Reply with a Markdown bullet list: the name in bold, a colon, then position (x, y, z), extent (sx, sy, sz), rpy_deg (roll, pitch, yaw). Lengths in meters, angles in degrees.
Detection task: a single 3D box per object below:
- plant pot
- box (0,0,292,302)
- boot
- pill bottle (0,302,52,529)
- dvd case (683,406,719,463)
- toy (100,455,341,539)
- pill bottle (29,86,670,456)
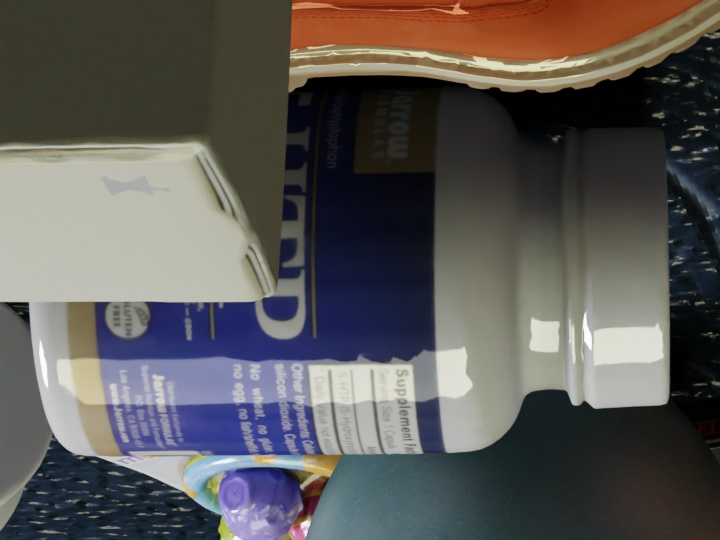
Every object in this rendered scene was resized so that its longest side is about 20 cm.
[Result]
- **plant pot**: position (0.069, 0.103, 1.148), extent (0.199, 0.135, 0.200), rpy_deg (1, 158, 0)
- **box**: position (-0.049, -0.100, 0.542), extent (0.068, 0.201, 0.082), rpy_deg (0, 159, 8)
- **boot**: position (0.022, -0.094, 0.698), extent (0.199, 0.075, 0.107), rpy_deg (-9, 160, -6)
- **pill bottle**: position (-0.199, 0.078, 1.126), extent (0.113, 0.114, 0.200), rpy_deg (11, 156, -24)
- **dvd case**: position (0.191, 0.090, 1.264), extent (0.199, 0.022, 0.146), rpy_deg (-12, 155, 28)
- **toy**: position (-0.025, 0.117, 1.307), extent (0.115, 0.047, 0.200), rpy_deg (-17, 152, 36)
- **pill bottle**: position (0.000, 0.000, 0.908), extent (0.199, 0.120, 0.120), rpy_deg (-1, 159, 5)
